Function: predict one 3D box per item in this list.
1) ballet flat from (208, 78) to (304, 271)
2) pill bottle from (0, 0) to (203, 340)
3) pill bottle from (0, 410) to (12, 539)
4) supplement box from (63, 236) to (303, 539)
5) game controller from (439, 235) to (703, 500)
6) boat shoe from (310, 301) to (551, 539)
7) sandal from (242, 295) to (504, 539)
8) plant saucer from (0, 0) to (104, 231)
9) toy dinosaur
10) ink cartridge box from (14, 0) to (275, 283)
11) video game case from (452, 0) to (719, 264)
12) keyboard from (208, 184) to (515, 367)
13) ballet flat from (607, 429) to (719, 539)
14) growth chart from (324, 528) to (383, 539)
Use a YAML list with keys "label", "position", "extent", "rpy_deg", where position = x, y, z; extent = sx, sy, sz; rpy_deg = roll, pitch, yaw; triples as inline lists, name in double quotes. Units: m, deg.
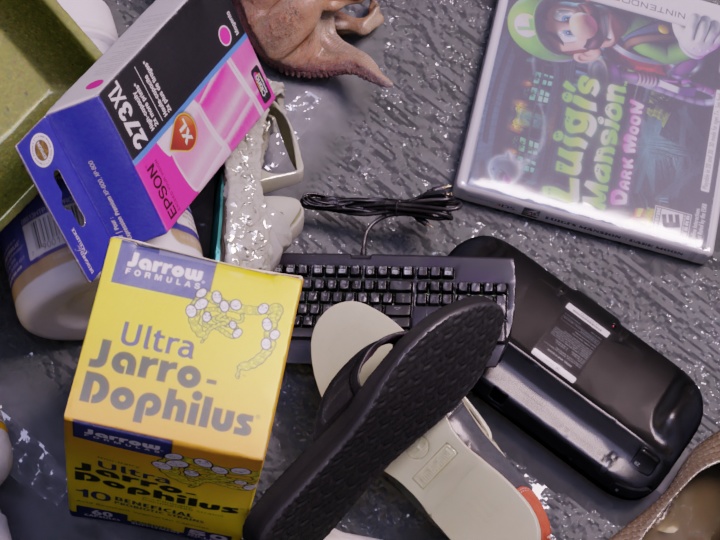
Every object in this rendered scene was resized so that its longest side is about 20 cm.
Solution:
- label: "ballet flat"
  position: [-0.067, -0.054, 1.117]
  extent: [0.072, 0.072, 0.200]
  rpy_deg: [1, 53, -8]
- label: "pill bottle"
  position: [-0.177, -0.068, 1.099]
  extent: [0.120, 0.120, 0.200]
  rpy_deg: [-12, 70, -13]
- label: "pill bottle"
  position: [-0.268, 0.080, 1.032]
  extent: [0.104, 0.104, 0.200]
  rpy_deg: [-16, 71, -14]
- label: "supplement box"
  position: [-0.105, 0.077, 1.006]
  extent: [0.109, 0.200, 0.110]
  rpy_deg: [12, 66, -3]
- label: "game controller"
  position: [0.128, 0.060, 1.141]
  extent: [0.200, 0.042, 0.104]
  rpy_deg: [37, 53, 7]
- label: "boat shoe"
  position: [0.044, 0.103, 1.068]
  extent: [0.071, 0.063, 0.200]
  rpy_deg: [-44, 73, 9]
- label: "sandal"
  position: [0.000, 0.082, 1.011]
  extent: [0.200, 0.075, 0.048]
  rpy_deg: [-45, 54, -4]
- label: "plant saucer"
  position: [-0.264, -0.105, 0.981]
  extent: [0.200, 0.048, 0.200]
  rpy_deg: [-48, 118, -16]
- label: "toy dinosaur"
  position: [-0.063, -0.189, 1.191]
  extent: [0.136, 0.086, 0.200]
  rpy_deg: [-33, 92, -9]
- label: "ink cartridge box"
  position: [-0.120, -0.088, 1.024]
  extent: [0.037, 0.095, 0.200]
  rpy_deg: [-5, 34, 33]
- label: "video game case"
  position: [0.172, -0.118, 1.223]
  extent: [0.182, 0.023, 0.200]
  rpy_deg: [15, 67, -2]
- label: "keyboard"
  position: [0.000, 0.000, 1.124]
  extent: [0.200, 0.021, 0.127]
  rpy_deg: [1, 67, 8]
- label: "ballet flat"
  position: [0.201, 0.161, 1.090]
  extent: [0.200, 0.046, 0.067]
  rpy_deg: [-33, 101, -18]
- label: "growth chart"
  position: [0.019, 0.188, 1.031]
  extent: [0.200, 0.145, 0.018]
  rpy_deg: [11, 110, -3]
